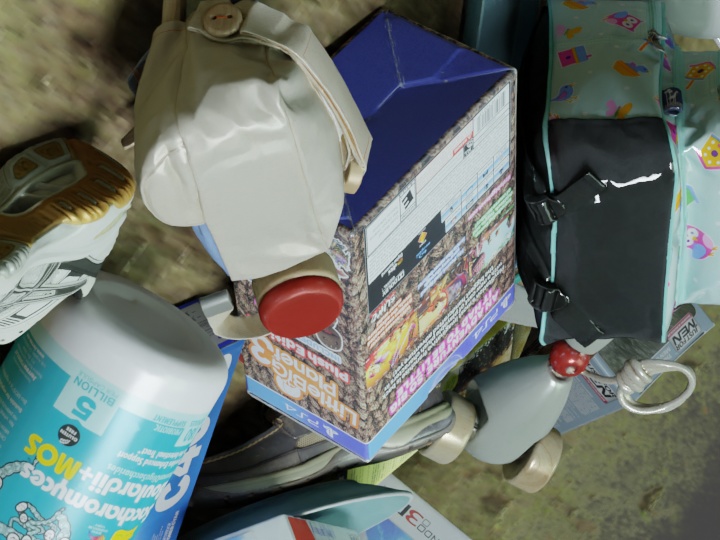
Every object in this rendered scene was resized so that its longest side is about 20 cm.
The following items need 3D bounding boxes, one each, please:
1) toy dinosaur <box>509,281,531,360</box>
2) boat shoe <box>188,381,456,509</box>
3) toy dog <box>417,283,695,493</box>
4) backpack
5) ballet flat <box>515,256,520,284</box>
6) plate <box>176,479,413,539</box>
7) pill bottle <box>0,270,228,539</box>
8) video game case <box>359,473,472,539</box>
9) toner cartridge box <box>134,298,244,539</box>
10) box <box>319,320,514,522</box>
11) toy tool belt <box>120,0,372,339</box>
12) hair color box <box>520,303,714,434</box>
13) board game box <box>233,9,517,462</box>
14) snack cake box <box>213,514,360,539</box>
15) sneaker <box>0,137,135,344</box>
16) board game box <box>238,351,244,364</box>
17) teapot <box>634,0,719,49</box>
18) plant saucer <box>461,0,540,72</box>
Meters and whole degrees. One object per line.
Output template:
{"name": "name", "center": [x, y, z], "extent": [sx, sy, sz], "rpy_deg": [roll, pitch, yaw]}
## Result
{"name": "toy dinosaur", "center": [0.116, -0.016, 1.619], "extent": [0.101, 0.058, 0.202], "rpy_deg": [2, 106, -40]}
{"name": "boat shoe", "center": [-0.035, 0.103, 1.543], "extent": [0.199, 0.074, 0.074], "rpy_deg": [-16, 170, -26]}
{"name": "toy dog", "center": [0.123, 0.062, 1.608], "extent": [0.199, 0.097, 0.132], "rpy_deg": [-34, 123, 22]}
{"name": "backpack", "center": [0.165, -0.073, 1.461], "extent": [0.152, 0.201, 0.177], "rpy_deg": [-7, 130, 0]}
{"name": "ballet flat", "center": [0.039, 0.018, 1.512], "extent": [0.200, 0.074, 0.075], "rpy_deg": [-38, 152, -28]}
{"name": "plate", "center": [-0.061, 0.175, 1.562], "extent": [0.199, 0.026, 0.200], "rpy_deg": [-19, 166, -5]}
{"name": "pill bottle", "center": [-0.163, 0.108, 1.268], "extent": [0.201, 0.111, 0.111], "rpy_deg": [-59, 155, 13]}
{"name": "video game case", "center": [-0.007, 0.249, 1.652], "extent": [0.200, 0.181, 0.046], "rpy_deg": [-46, 154, -14]}
{"name": "toner cartridge box", "center": [-0.139, 0.118, 1.408], "extent": [0.095, 0.043, 0.201], "rpy_deg": [-23, 142, -46]}
{"name": "box", "center": [0.033, 0.089, 1.669], "extent": [0.200, 0.050, 0.076], "rpy_deg": [-38, 151, -29]}
{"name": "toy tool belt", "center": [-0.058, -0.066, 1.201], "extent": [0.124, 0.124, 0.200], "rpy_deg": [-19, 145, 2]}
{"name": "hair color box", "center": [0.173, 0.070, 1.771], "extent": [0.099, 0.061, 0.200], "rpy_deg": [-41, -177, -26]}
{"name": "board game box", "center": [0.009, -0.020, 1.377], "extent": [0.159, 0.096, 0.201], "rpy_deg": [-45, 149, -32]}
{"name": "snack cake box", "center": [-0.034, 0.225, 1.497], "extent": [0.067, 0.116, 0.200], "rpy_deg": [-21, 166, 9]}
{"name": "sneaker", "center": [-0.187, 0.007, 1.133], "extent": [0.199, 0.075, 0.088], "rpy_deg": [-23, 142, -47]}
{"name": "board game box", "center": [0.000, 0.000, 1.526], "extent": [0.199, 0.019, 0.104], "rpy_deg": [-15, 134, -54]}
{"name": "teapot", "center": [0.258, -0.223, 1.533], "extent": [0.200, 0.146, 0.198], "rpy_deg": [-6, 129, -59]}
{"name": "plant saucer", "center": [0.085, -0.133, 1.496], "extent": [0.070, 0.019, 0.201], "rpy_deg": [-42, 155, -33]}
